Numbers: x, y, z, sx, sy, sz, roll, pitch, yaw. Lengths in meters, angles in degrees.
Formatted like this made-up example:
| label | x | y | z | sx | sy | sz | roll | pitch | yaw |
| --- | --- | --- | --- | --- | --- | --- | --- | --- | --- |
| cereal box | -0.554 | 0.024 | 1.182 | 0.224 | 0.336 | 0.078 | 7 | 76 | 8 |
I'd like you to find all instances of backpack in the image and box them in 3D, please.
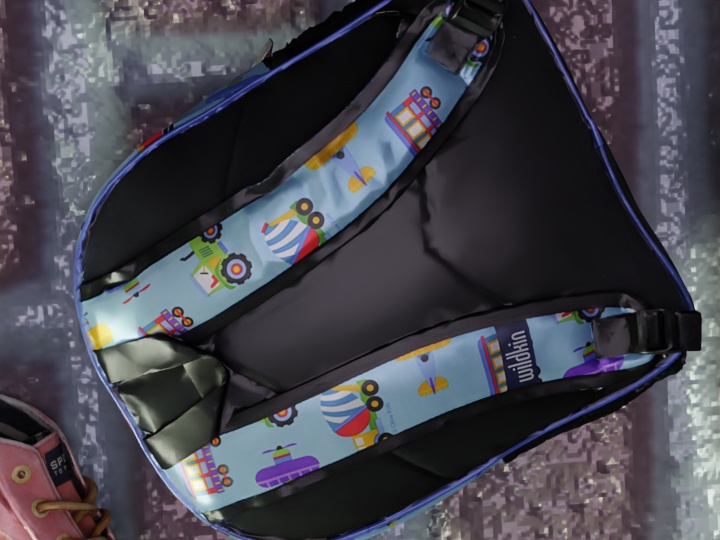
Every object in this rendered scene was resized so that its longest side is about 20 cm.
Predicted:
| label | x | y | z | sx | sy | sz | roll | pitch | yaw |
| --- | --- | --- | --- | --- | --- | --- | --- | --- | --- |
| backpack | 0.000 | 0.000 | 0.770 | 0.200 | 0.135 | 0.183 | -30 | 99 | 0 |

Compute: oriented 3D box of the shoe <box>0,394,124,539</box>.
| label | x | y | z | sx | sy | sz | roll | pitch | yaw |
| --- | --- | --- | --- | --- | --- | --- | --- | --- | --- |
| shoe | -0.119 | 0.111 | 0.807 | 0.199 | 0.071 | 0.091 | 19 | 101 | -2 |
